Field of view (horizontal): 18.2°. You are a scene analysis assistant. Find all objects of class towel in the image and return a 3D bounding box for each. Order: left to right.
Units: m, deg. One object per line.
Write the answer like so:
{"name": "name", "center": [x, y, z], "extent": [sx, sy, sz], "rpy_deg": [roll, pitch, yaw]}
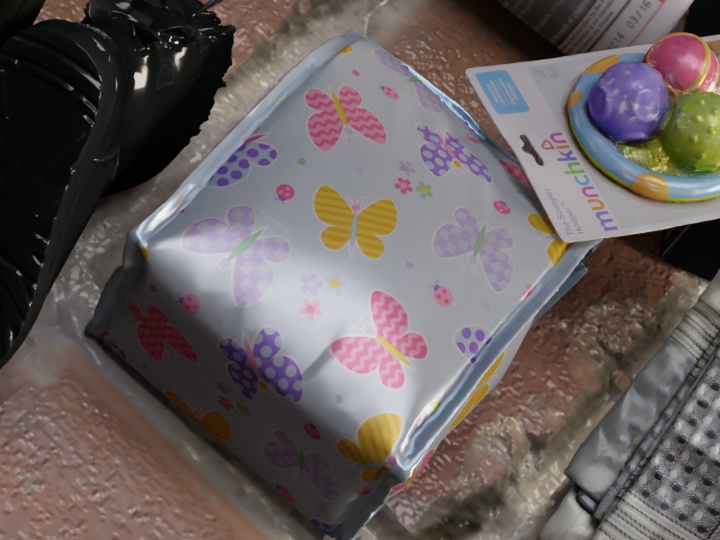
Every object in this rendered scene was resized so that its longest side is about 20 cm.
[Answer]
{"name": "towel", "center": [0.204, 0.104, 1.054], "extent": [0.199, 0.035, 0.193], "rpy_deg": [33, 85, 27]}

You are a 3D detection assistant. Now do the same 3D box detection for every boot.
{"name": "boot", "center": [-0.136, -0.042, 1.020], "extent": [0.073, 0.199, 0.162], "rpy_deg": [31, 19, 7]}

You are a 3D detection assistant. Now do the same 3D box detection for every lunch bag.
{"name": "lunch bag", "center": [0.000, 0.000, 1.058], "extent": [0.169, 0.127, 0.200], "rpy_deg": [39, 60, 3]}

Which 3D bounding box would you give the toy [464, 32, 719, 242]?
{"name": "toy", "center": [0.164, -0.082, 1.094], "extent": [0.198, 0.047, 0.116], "rpy_deg": [-7, 51, -27]}

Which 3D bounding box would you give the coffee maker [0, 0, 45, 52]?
{"name": "coffee maker", "center": [-0.195, -0.114, 0.976], "extent": [0.134, 0.200, 0.193], "rpy_deg": [14, 54, -19]}

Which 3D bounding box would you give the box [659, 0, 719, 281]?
{"name": "box", "center": [0.287, -0.074, 1.257], "extent": [0.199, 0.124, 0.198], "rpy_deg": [23, 53, -12]}

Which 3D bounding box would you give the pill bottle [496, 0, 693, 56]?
{"name": "pill bottle", "center": [0.097, -0.204, 1.246], "extent": [0.199, 0.114, 0.114], "rpy_deg": [37, 50, -2]}
